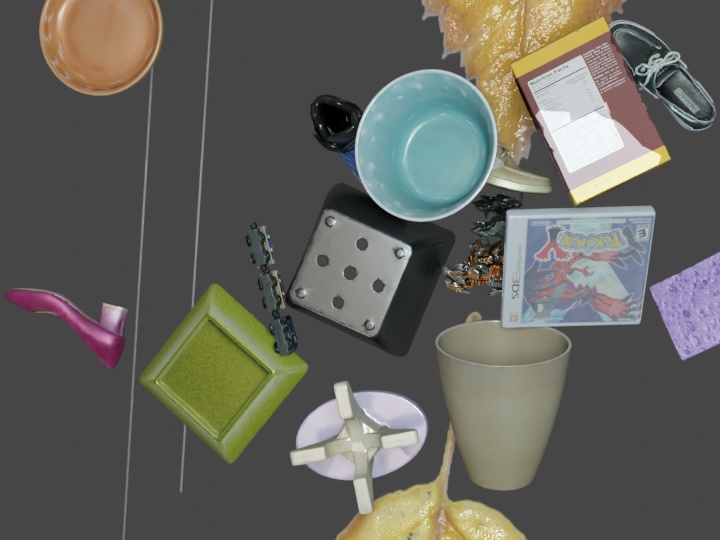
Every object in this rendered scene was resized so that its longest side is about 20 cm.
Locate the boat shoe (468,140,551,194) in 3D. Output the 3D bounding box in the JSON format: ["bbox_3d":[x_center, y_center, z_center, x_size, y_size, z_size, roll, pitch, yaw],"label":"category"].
[{"bbox_3d":[0.180,-0.157,1.531,0.198,0.072,0.066,19,96,15],"label":"boat shoe"}]

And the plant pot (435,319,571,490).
[{"bbox_3d":[0.195,0.193,1.497,0.185,0.187,0.202,2,106,10],"label":"plant pot"}]

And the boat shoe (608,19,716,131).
[{"bbox_3d":[0.412,-0.271,1.485,0.073,0.068,0.200,-39,85,9],"label":"boat shoe"}]

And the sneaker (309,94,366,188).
[{"bbox_3d":[0.003,-0.172,1.540,0.077,0.111,0.200,-41,85,9],"label":"sneaker"}]

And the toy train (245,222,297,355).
[{"bbox_3d":[-0.130,0.026,1.603,0.034,0.046,0.202,-15,90,25],"label":"toy train"}]

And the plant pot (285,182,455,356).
[{"bbox_3d":[0.000,0.000,1.514,0.198,0.177,0.201,24,95,9],"label":"plant pot"}]

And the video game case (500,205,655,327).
[{"bbox_3d":[0.295,-0.002,1.478,0.197,0.023,0.184,-2,122,0],"label":"video game case"}]

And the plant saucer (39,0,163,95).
[{"bbox_3d":[-0.391,-0.366,1.643,0.198,0.037,0.203,0,91,10],"label":"plant saucer"}]

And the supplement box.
[{"bbox_3d":[0.303,-0.204,1.441,0.132,0.197,0.202,-25,88,10],"label":"supplement box"}]

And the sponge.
[{"bbox_3d":[0.503,0.030,1.458,0.199,0.030,0.113,-30,72,27],"label":"sponge"}]

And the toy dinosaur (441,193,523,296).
[{"bbox_3d":[0.209,-0.033,1.529,0.198,0.102,0.137,-26,116,-3],"label":"toy dinosaur"}]

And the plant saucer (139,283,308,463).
[{"bbox_3d":[-0.215,0.158,1.622,0.200,0.048,0.200,40,98,7],"label":"plant saucer"}]

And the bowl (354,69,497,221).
[{"bbox_3d":[0.101,-0.161,1.470,0.199,0.105,0.203,-2,85,20],"label":"bowl"}]

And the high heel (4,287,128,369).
[{"bbox_3d":[-0.457,0.086,1.655,0.198,0.067,0.097,13,83,-4],"label":"high heel"}]

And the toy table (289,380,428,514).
[{"bbox_3d":[-0.005,0.247,1.553,0.198,0.117,0.186,-23,88,9],"label":"toy table"}]
